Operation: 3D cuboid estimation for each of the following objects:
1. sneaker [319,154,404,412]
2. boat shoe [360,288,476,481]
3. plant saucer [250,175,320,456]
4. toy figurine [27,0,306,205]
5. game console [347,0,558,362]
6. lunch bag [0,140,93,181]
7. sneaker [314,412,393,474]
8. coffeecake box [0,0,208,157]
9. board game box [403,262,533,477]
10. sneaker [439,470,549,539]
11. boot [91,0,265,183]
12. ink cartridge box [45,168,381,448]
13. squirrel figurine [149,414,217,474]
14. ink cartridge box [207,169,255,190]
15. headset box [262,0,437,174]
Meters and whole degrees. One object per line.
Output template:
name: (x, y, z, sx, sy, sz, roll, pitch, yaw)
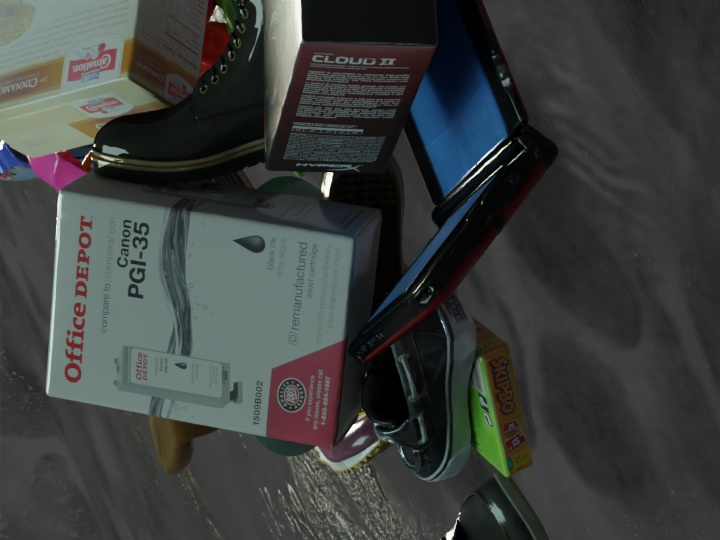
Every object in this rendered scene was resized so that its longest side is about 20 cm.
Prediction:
sneaker: (0.000, 0.000, 1.450, 0.076, 0.070, 0.200, -97, 13, -64)
boat shoe: (0.032, 0.084, 1.399, 0.072, 0.068, 0.200, 58, 161, 28)
plant saucer: (-0.034, 0.032, 1.509, 0.036, 0.200, 0.200, -1, 120, 29)
toy figurine: (-0.161, -0.127, 1.551, 0.150, 0.184, 0.200, 61, -174, -80)
game console: (0.026, -0.057, 1.230, 0.119, 0.172, 0.200, 39, 164, -1)
lunch bag: (-0.232, -0.118, 1.819, 0.094, 0.200, 0.151, 67, 164, -6)
sneaker: (-0.017, 0.103, 1.670, 0.090, 0.075, 0.200, 62, 164, -4)
coffeecake box: (-0.184, -0.194, 1.481, 0.073, 0.153, 0.200, 31, -122, -48)
board game box: (0.054, 0.058, 1.460, 0.200, 0.030, 0.096, 36, 145, 56)
sneaker: (0.070, 0.215, 1.488, 0.075, 0.106, 0.200, 58, 163, 26)
boot: (-0.085, -0.137, 1.363, 0.077, 0.200, 0.138, -90, -11, -64)
ink cartridge box: (-0.097, 0.023, 1.380, 0.083, 0.200, 0.147, -46, -36, -71)
squirrel figurine: (-0.084, 0.029, 1.588, 0.142, 0.187, 0.200, 59, 156, 17)
ink cartridge box: (-0.104, 0.018, 1.833, 0.165, 0.075, 0.200, 57, 163, 35)
headset box: (-0.008, -0.158, 1.169, 0.200, 0.075, 0.149, 115, 155, -70)
